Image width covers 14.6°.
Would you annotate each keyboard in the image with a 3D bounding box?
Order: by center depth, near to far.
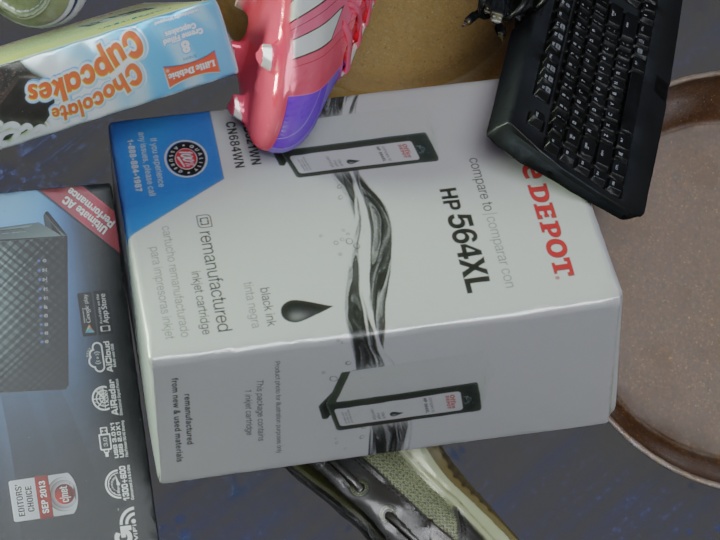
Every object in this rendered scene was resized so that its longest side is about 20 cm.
[{"bbox_3d":[0.098,-0.111,1.241,0.104,0.040,0.200,27,37,-9],"label":"keyboard"}]

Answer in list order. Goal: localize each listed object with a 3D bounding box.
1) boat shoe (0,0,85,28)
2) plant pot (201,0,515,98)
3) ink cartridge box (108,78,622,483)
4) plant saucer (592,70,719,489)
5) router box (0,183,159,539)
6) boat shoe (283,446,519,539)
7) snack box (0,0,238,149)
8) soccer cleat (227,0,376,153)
[{"bbox_3d":[-0.184,-0.181,1.216,0.200,0.072,0.062,58,27,-27],"label":"boat shoe"},{"bbox_3d":[0.008,-0.165,1.319,0.199,0.027,0.201,3,77,-14],"label":"plant pot"},{"bbox_3d":[0.000,0.000,1.209,0.199,0.085,0.146,-8,47,-8],"label":"ink cartridge box"},{"bbox_3d":[0.178,0.007,1.320,0.199,0.034,0.201,3,77,-14],"label":"plant saucer"},{"bbox_3d":[-0.170,0.068,1.206,0.149,0.062,0.201,-7,80,-14],"label":"router box"},{"bbox_3d":[0.027,0.123,1.243,0.066,0.072,0.201,-38,84,-12],"label":"boat shoe"},{"bbox_3d":[-0.163,-0.072,1.208,0.199,0.116,0.037,-19,101,-16],"label":"snack box"},{"bbox_3d":[-0.013,-0.133,1.234,0.076,0.067,0.201,15,51,-16],"label":"soccer cleat"}]
